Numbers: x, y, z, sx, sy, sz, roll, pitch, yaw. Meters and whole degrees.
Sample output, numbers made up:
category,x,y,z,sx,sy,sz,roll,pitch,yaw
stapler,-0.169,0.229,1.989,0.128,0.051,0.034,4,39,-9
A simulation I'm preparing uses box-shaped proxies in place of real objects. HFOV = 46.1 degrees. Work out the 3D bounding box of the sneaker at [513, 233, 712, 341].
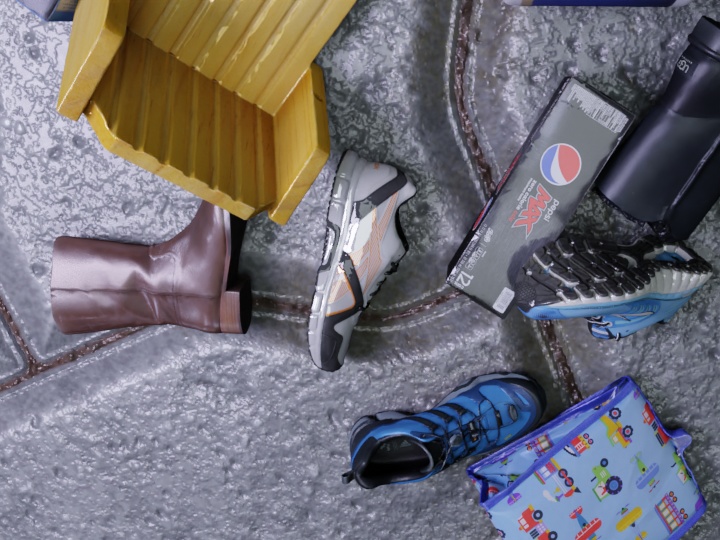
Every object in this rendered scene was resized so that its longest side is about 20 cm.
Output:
category,x,y,z,sx,sy,sz,roll,pitch,yaw
sneaker,0.211,0.028,0.715,0.197,0.079,0.091,-3,126,-28

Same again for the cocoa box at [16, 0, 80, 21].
category,x,y,z,sx,sy,sz,roll,pitch,yaw
cocoa box,-0.272,-0.306,0.663,0.199,0.134,0.132,35,106,-5

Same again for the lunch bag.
category,x,y,z,sx,sy,sz,roll,pitch,yaw
lunch bag,0.226,0.208,0.796,0.199,0.094,0.152,-34,98,3

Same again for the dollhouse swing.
category,x,y,z,sx,sy,sz,roll,pitch,yaw
dollhouse swing,-0.086,-0.178,0.633,0.198,0.184,0.175,27,129,-34

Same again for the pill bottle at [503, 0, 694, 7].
category,x,y,z,sx,sy,sz,roll,pitch,yaw
pill bottle,0.210,-0.261,0.649,0.196,0.111,0.113,1,106,4

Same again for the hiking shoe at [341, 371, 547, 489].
category,x,y,z,sx,sy,sz,roll,pitch,yaw
hiking shoe,0.082,0.158,0.786,0.197,0.087,0.075,-22,103,10

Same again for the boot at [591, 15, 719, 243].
category,x,y,z,sx,sy,sz,roll,pitch,yaw
boot,0.310,-0.099,0.707,0.197,0.077,0.170,15,123,-20

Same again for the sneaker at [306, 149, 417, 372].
category,x,y,z,sx,sy,sz,roll,pitch,yaw
sneaker,0.000,0.000,0.758,0.079,0.074,0.204,12,106,-1

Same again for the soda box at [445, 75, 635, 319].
category,x,y,z,sx,sy,sz,roll,pitch,yaw
soda box,0.150,-0.063,0.727,0.063,0.071,0.202,31,105,1

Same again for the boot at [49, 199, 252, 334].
category,x,y,z,sx,sy,sz,roll,pitch,yaw
boot,-0.203,-0.028,0.776,0.196,0.064,0.190,2,103,9
